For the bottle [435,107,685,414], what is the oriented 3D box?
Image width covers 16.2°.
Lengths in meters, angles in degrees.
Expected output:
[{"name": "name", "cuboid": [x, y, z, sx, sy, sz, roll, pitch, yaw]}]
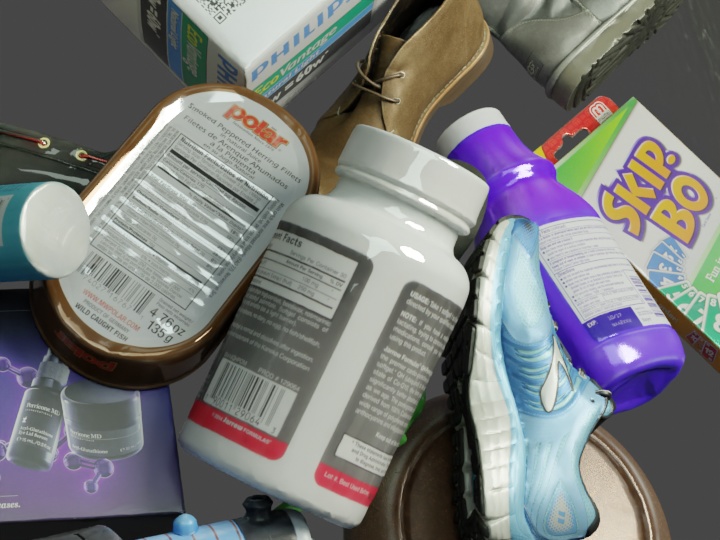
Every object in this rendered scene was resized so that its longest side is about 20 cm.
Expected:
[{"name": "bottle", "cuboid": [0.113, -0.007, 1.515, 0.083, 0.065, 0.200, -9, 58, -43]}]

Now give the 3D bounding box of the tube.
[{"name": "tube", "cuboid": [-0.234, -0.018, 1.379, 0.078, 0.199, 0.050, -56, 128, -35]}]

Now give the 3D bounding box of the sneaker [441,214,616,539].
[{"name": "sneaker", "cuboid": [0.098, 0.066, 1.436, 0.090, 0.078, 0.201, 3, 71, -13]}]

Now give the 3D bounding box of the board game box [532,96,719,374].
[{"name": "board game box", "cuboid": [0.196, -0.023, 1.576, 0.200, 0.030, 0.095, 43, 60, 12]}]

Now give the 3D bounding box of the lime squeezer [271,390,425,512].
[{"name": "lime squeezer", "cuboid": [-0.006, 0.085, 1.443, 0.070, 0.038, 0.200, 18, 58, 20]}]

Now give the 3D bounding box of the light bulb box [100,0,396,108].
[{"name": "light bulb box", "cuboid": [-0.067, -0.224, 1.528, 0.198, 0.125, 0.200, -42, 79, -13]}]

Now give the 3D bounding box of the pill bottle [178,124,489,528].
[{"name": "pill bottle", "cuboid": [-0.009, 0.028, 1.364, 0.110, 0.111, 0.201, 26, 87, -1]}]

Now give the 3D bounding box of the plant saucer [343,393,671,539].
[{"name": "plant saucer", "cuboid": [0.090, 0.152, 1.448, 0.199, 0.035, 0.201, 6, 61, -11]}]

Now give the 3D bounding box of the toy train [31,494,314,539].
[{"name": "toy train", "cuboid": [-0.102, 0.185, 1.324, 0.199, 0.087, 0.115, -10, 105, -20]}]

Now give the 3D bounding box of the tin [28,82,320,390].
[{"name": "tin", "cuboid": [-0.099, -0.022, 1.402, 0.112, 0.042, 0.200, 36, 58, 0]}]

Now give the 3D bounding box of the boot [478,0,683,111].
[{"name": "boot", "cuboid": [0.108, -0.216, 1.637, 0.200, 0.073, 0.182, 40, 59, 15]}]

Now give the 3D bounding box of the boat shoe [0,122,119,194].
[{"name": "boat shoe", "cuboid": [-0.136, -0.043, 1.466, 0.201, 0.074, 0.063, 11, 68, -5]}]

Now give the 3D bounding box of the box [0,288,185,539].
[{"name": "box", "cuboid": [-0.206, 0.087, 1.377, 0.199, 0.079, 0.142, -2, 61, -16]}]

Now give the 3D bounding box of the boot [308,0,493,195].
[{"name": "boot", "cuboid": [0.007, -0.102, 1.521, 0.073, 0.076, 0.200, 24, 64, 26]}]

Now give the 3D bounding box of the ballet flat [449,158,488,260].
[{"name": "ballet flat", "cuboid": [0.000, 0.000, 1.454, 0.068, 0.068, 0.200, 38, 74, 23]}]
